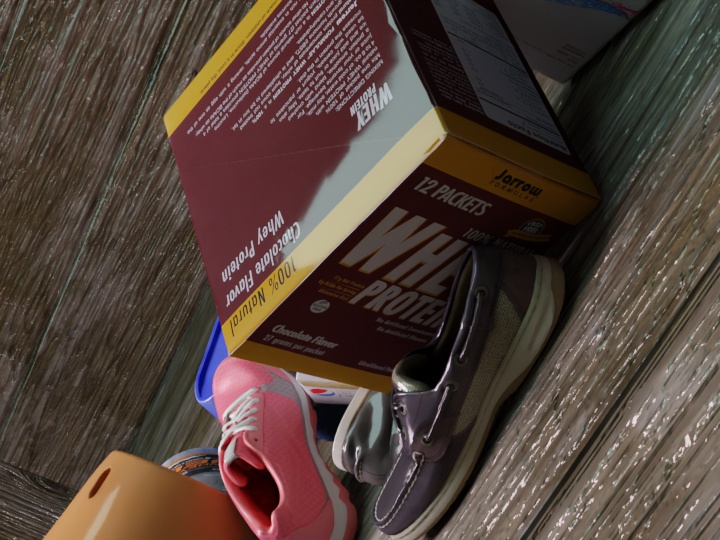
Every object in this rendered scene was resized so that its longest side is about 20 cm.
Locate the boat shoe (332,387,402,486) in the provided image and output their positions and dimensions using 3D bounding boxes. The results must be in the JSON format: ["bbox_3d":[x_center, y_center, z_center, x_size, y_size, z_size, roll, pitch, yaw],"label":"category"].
[{"bbox_3d":[0.048,0.053,0.842,0.201,0.057,0.067,-65,-26,-15],"label":"boat shoe"}]

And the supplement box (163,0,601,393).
[{"bbox_3d":[0.003,-0.070,0.771,0.197,0.132,0.201,-44,48,29],"label":"supplement box"}]

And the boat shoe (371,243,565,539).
[{"bbox_3d":[0.048,0.070,0.731,0.072,0.065,0.201,-91,26,-63],"label":"boat shoe"}]

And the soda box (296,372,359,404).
[{"bbox_3d":[0.000,0.000,0.962,0.064,0.068,0.201,63,-148,-67],"label":"soda box"}]

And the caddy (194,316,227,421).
[{"bbox_3d":[-0.073,0.084,1.223,0.141,0.105,0.201,-25,35,37],"label":"caddy"}]

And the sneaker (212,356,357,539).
[{"bbox_3d":[-0.072,0.129,0.933,0.074,0.087,0.200,-46,49,16],"label":"sneaker"}]

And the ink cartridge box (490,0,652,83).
[{"bbox_3d":[0.158,-0.235,0.803,0.145,0.084,0.200,-70,11,-23],"label":"ink cartridge box"}]

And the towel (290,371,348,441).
[{"bbox_3d":[-0.024,0.036,1.038,0.201,0.111,0.049,-66,9,-3],"label":"towel"}]

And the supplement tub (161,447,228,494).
[{"bbox_3d":[-0.138,0.236,1.146,0.123,0.122,0.200,-67,11,-4],"label":"supplement tub"}]

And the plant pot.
[{"bbox_3d":[-0.158,0.228,0.956,0.141,0.199,0.200,-67,10,-16],"label":"plant pot"}]
